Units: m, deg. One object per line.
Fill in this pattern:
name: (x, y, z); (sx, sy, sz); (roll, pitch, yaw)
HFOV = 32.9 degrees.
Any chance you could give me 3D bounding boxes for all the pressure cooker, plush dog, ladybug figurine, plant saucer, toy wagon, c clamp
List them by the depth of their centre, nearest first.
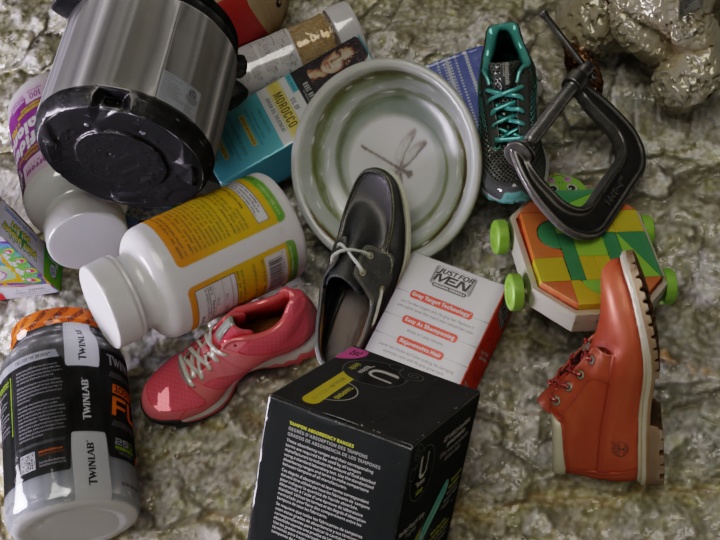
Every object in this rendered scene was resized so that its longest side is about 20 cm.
toy wagon: (0.198, -0.028, 1.119); (0.153, 0.040, 0.202); (-2, 47, -9)
c clamp: (0.191, -0.126, 1.128); (0.171, 0.027, 0.201); (42, 50, -10)
pressure cooker: (-0.203, -0.183, 1.160); (0.176, 0.177, 0.203); (3, 61, 12)
plant saucer: (0.029, -0.103, 1.188); (0.197, 0.050, 0.204); (1, 94, 22)
plush dog: (0.268, -0.264, 1.207); (0.170, 0.160, 0.202); (-8, 56, 41)
ladybug figurine: (-0.161, -0.262, 1.322); (0.198, 0.136, 0.073); (-25, 90, 12)

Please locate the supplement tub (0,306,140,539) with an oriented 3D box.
supplement tub: (-0.273, 0.144, 1.136); (0.121, 0.123, 0.202); (-15, 61, 6)

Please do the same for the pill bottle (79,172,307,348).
pill bottle: (-0.159, -0.006, 1.155); (0.198, 0.112, 0.111); (-26, 58, -25)

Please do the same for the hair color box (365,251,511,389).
hair color box: (0.054, 0.094, 1.112); (0.100, 0.061, 0.202); (21, 71, 22)

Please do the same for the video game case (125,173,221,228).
video game case: (-0.171, -0.072, 1.281); (0.142, 0.018, 0.202); (20, 70, 22)

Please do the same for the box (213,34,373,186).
box: (-0.066, -0.154, 1.255); (0.198, 0.049, 0.083); (-30, 60, 0)

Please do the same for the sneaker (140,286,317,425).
sneaker: (-0.130, 0.072, 1.156); (0.198, 0.087, 0.074); (-30, 59, -2)

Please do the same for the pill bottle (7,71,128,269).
pill bottle: (-0.300, -0.104, 1.267); (0.111, 0.113, 0.202); (-24, 54, 1)

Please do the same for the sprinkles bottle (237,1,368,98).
sprinkles bottle: (-0.092, -0.217, 1.294); (0.198, 0.069, 0.069); (-25, 60, -6)

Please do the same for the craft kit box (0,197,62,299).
craft kit box: (-0.430, -0.025, 1.221); (0.197, 0.198, 0.049); (-8, 60, 11)

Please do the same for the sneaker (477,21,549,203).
sneaker: (0.137, -0.155, 1.161); (0.076, 0.092, 0.202); (-8, 52, 11)

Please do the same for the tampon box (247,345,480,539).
tampon box: (-0.003, 0.188, 0.978); (0.125, 0.150, 0.203); (17, 108, 21)

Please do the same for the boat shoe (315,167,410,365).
boat shoe: (0.000, 0.000, 1.138); (0.071, 0.067, 0.203); (10, 86, 23)

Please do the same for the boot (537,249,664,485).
boot: (0.200, 0.084, 1.022); (0.106, 0.075, 0.203); (-1, 102, 14)

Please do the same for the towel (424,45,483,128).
towel: (0.062, -0.141, 1.257); (0.197, 0.024, 0.146); (-20, 63, 6)
